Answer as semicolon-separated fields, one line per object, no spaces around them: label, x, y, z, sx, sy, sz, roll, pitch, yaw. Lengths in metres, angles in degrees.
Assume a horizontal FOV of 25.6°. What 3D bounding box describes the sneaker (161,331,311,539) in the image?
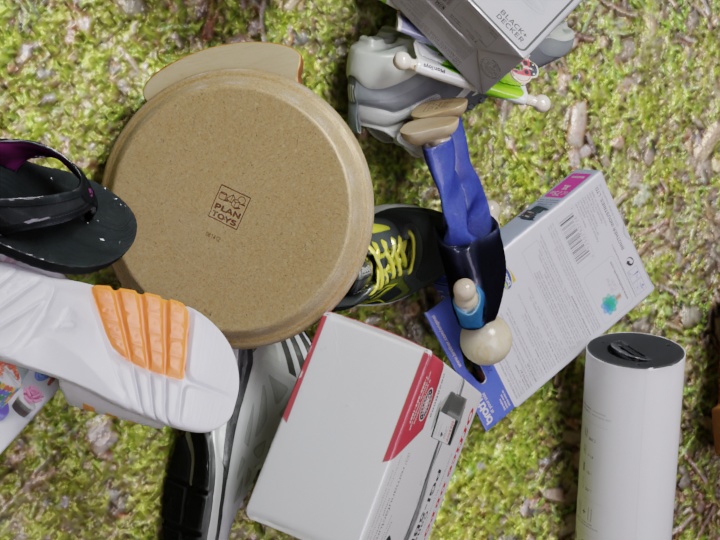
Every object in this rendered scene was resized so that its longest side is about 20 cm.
sneaker;-0.070;0.131;1.127;0.115;0.076;0.201;8;89;-30

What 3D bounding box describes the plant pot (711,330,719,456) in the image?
plant pot;0.387;0.073;1.340;0.200;0.200;0.140;-7;83;-30

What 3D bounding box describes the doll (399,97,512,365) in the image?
doll;0.079;-0.023;1.154;0.137;0.048;0.201;-60;139;-62

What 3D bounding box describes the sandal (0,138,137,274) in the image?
sandal;-0.218;-0.052;0.964;0.200;0.048;0.076;21;50;-34

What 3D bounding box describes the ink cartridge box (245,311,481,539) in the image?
ink cartridge box;0.010;0.124;1.105;0.200;0.083;0.147;39;71;-72

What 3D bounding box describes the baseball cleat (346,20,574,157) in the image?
baseball cleat;0.073;-0.142;1.199;0.200;0.070;0.107;-10;116;-28

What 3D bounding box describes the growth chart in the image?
growth chart;0.069;-0.216;1.155;0.144;0.018;0.201;9;67;-23

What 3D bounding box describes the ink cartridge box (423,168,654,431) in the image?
ink cartridge box;0.137;0.022;1.261;0.200;0.042;0.120;-39;114;-25

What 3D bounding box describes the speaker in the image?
speaker;0.216;0.153;1.279;0.081;0.081;0.201;-11;111;-30

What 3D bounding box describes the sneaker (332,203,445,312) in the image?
sneaker;0.000;0.000;1.149;0.200;0.085;0.075;-14;103;-29

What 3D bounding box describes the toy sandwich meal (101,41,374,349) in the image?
toy sandwich meal;-0.083;-0.048;1.065;0.204;0.070;0.206;0;92;7

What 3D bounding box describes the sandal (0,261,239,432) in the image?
sandal;-0.177;0.047;1.005;0.206;0.059;0.079;21;64;-11

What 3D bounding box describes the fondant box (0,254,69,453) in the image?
fondant box;-0.278;0.057;1.006;0.200;0.058;0.144;-49;117;-16

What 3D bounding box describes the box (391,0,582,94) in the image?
box;0.117;-0.233;1.139;0.117;0.060;0.200;44;58;-4
